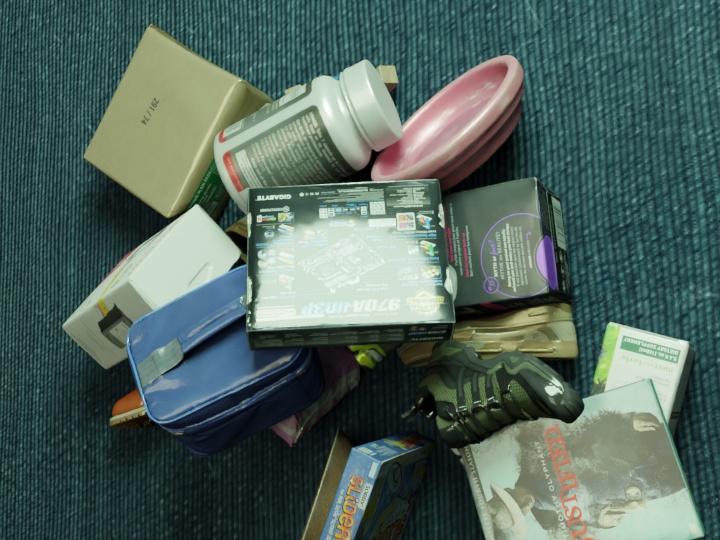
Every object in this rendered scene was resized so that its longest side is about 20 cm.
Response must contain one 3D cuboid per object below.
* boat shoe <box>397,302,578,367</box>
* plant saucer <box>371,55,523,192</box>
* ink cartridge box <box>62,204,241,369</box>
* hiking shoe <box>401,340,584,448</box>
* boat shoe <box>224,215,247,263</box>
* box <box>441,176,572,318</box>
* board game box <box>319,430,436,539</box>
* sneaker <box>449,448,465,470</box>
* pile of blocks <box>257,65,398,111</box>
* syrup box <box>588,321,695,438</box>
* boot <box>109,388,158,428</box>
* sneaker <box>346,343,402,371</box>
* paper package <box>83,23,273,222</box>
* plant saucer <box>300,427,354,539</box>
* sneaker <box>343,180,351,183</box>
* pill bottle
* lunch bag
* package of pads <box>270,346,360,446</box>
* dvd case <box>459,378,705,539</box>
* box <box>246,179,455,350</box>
[{"bbox_3d":[0.133,0.086,0.914,0.197,0.071,0.066,-14,76,23],"label":"boat shoe"},{"bbox_3d":[0.101,-0.149,0.922,0.200,0.201,0.051,-37,110,18],"label":"plant saucer"},{"bbox_3d":[-0.257,0.023,1.037,0.086,0.148,0.199,46,138,-15],"label":"ink cartridge box"},{"bbox_3d":[0.125,0.133,0.810,0.199,0.076,0.101,4,58,57],"label":"hiking shoe"},{"bbox_3d":[-0.097,0.003,1.024,0.200,0.066,0.075,44,146,37],"label":"boat shoe"},{"bbox_3d":[0.115,-0.015,0.917,0.197,0.106,0.124,-9,79,26],"label":"box"},{"bbox_3d":[0.017,0.243,0.877,0.034,0.200,0.137,20,93,20],"label":"board game box"},{"bbox_3d":[0.166,0.194,0.862,0.201,0.075,0.116,54,129,22],"label":"sneaker"},{"bbox_3d":[-0.044,-0.189,1.036,0.198,0.082,0.063,-19,75,23],"label":"pile of blocks"},{"bbox_3d":[0.263,0.161,0.833,0.078,0.081,0.203,14,88,27],"label":"syrup box"},{"bbox_3d":[-0.247,0.135,1.103,0.198,0.075,0.108,-28,68,12],"label":"boot"},{"bbox_3d":[0.000,0.000,0.887,0.080,0.074,0.202,-26,72,5],"label":"sneaker"},{"bbox_3d":[-0.238,-0.187,1.121,0.190,0.103,0.202,33,97,26],"label":"paper package"},{"bbox_3d":[-0.042,0.273,0.921,0.034,0.200,0.203,19,92,2],"label":"plant saucer"},{"bbox_3d":[-0.001,-0.017,0.995,0.081,0.075,0.202,-29,79,2],"label":"sneaker"},{"bbox_3d":[-0.058,-0.149,0.969,0.198,0.114,0.115,-25,73,16],"label":"pill bottle"},{"bbox_3d":[-0.133,0.088,0.881,0.198,0.133,0.137,-28,61,-2],"label":"lunch bag"},{"bbox_3d":[-0.109,0.103,1.004,0.199,0.120,0.076,33,139,25],"label":"package of pads"},{"bbox_3d":[0.202,0.201,0.801,0.198,0.022,0.148,-22,75,24],"label":"dvd case"},{"bbox_3d":[-0.012,-0.008,0.826,0.197,0.046,0.161,-3,61,-2],"label":"box"}]
